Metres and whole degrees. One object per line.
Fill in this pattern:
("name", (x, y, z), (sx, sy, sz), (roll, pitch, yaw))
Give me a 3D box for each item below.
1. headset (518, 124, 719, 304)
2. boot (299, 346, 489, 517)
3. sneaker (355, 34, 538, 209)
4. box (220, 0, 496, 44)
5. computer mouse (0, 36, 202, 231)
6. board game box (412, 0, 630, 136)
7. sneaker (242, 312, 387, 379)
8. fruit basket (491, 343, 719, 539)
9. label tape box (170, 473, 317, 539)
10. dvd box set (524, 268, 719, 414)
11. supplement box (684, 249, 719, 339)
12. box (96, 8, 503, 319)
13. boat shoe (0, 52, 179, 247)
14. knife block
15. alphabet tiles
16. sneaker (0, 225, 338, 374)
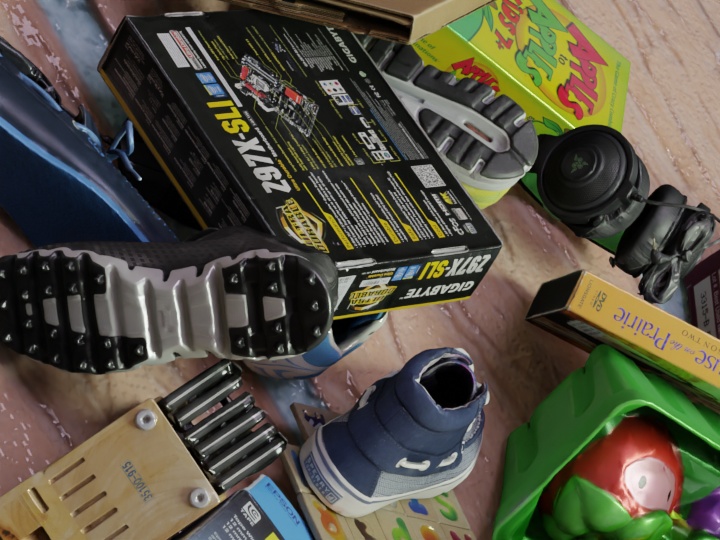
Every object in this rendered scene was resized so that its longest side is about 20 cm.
("headset", (0.161, -0.026, 1.857), (0.123, 0.200, 0.094), (37, 80, -23))
("boot", (0.045, 0.081, 1.673), (0.073, 0.090, 0.200), (52, 24, 5))
("sneaker", (0.012, -0.099, 1.820), (0.200, 0.090, 0.078), (38, 64, 9))
("box", (-0.007, -0.179, 1.782), (0.162, 0.021, 0.200), (15, 20, 19))
("computer mouse", (-0.139, -0.083, 1.669), (0.199, 0.034, 0.059), (31, 44, -28))
("board game box", (0.089, -0.151, 1.955), (0.200, 0.048, 0.102), (37, 41, -23))
("sneaker", (0.000, 0.000, 1.716), (0.200, 0.072, 0.072), (-51, 135, -47))
("fruit basket", (0.182, 0.173, 1.749), (0.215, 0.156, 0.216), (36, 24, -19))
("label tape box", (-0.060, 0.201, 1.510), (0.144, 0.066, 0.200), (55, 21, -1))
("dvd box set", (0.204, 0.060, 1.814), (0.199, 0.146, 0.030), (28, 84, -5))
("supplement box", (0.326, 0.065, 2.005), (0.199, 0.103, 0.132), (26, 46, -32))
("box", (-0.034, -0.064, 1.670), (0.159, 0.049, 0.200), (-10, 54, -41))
("boat shoe", (-0.162, -0.067, 1.591), (0.200, 0.084, 0.069), (47, 45, -15))
("knife block", (-0.130, 0.121, 1.518), (0.199, 0.176, 0.064), (-34, 87, -8))
("alphabet tiles", (0.028, 0.162, 1.645), (0.166, 0.006, 0.201), (19, 38, -52))
("sneaker", (-0.100, 0.013, 1.544), (0.090, 0.198, 0.067), (-40, 127, -71))
